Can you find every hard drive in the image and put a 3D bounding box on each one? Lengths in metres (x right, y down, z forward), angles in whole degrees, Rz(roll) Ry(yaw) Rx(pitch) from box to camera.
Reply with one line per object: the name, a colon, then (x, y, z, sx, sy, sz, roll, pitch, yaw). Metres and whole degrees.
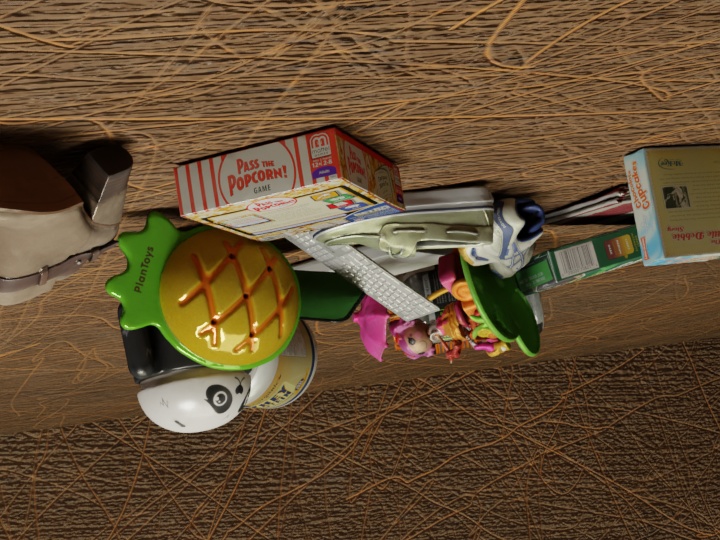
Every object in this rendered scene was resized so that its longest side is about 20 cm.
hard drive: (0.010, -0.009, 1.969, 0.198, 0.027, 0.131, -15, 169, 31)

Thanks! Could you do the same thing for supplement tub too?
supplement tub: (0.134, 0.040, 2.099, 0.197, 0.124, 0.123, -10, 171, 1)
supplement tub: (-0.156, 0.113, 2.162, 0.143, 0.146, 0.200, -13, 171, 21)

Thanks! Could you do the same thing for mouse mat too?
mouse mat: (-0.091, 0.026, 1.797, 0.197, 0.008, 0.161, 2, -162, 14)

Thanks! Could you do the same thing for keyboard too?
keyboard: (0.000, 0.000, 1.745, 0.199, 0.011, 0.056, 35, 150, -30)

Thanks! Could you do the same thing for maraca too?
maraca: (-0.147, 0.020, 1.543, 0.198, 0.139, 0.107, 19, 166, -24)

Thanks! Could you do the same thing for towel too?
towel: (0.333, -0.077, 1.923, 0.198, 0.023, 0.143, -2, 170, -35)

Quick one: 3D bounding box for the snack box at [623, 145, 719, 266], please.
snack box: (0.372, -0.071, 1.688, 0.198, 0.118, 0.037, -4, 170, -31)

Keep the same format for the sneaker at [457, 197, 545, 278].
sneaker: (0.175, -0.040, 1.805, 0.087, 0.076, 0.200, -22, 172, 21)

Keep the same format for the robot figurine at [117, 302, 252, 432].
robot figurine: (-0.177, 0.064, 1.649, 0.148, 0.203, 0.125, -7, 170, -15)

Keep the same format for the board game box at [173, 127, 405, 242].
board game box: (-0.058, -0.071, 1.433, 0.150, 0.047, 0.200, -12, 171, 15)

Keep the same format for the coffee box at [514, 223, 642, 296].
coffee box: (0.283, -0.017, 1.937, 0.198, 0.045, 0.123, -16, 176, -26)

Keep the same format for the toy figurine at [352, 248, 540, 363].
toy figurine: (0.088, 0.052, 1.880, 0.182, 0.151, 0.200, -21, 133, 24)

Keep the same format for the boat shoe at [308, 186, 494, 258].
boat shoe: (0.045, -0.045, 1.661, 0.197, 0.063, 0.072, -8, 171, -5)

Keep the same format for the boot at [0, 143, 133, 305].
boot: (-0.262, -0.029, 1.253, 0.199, 0.071, 0.147, -13, 149, -47)
